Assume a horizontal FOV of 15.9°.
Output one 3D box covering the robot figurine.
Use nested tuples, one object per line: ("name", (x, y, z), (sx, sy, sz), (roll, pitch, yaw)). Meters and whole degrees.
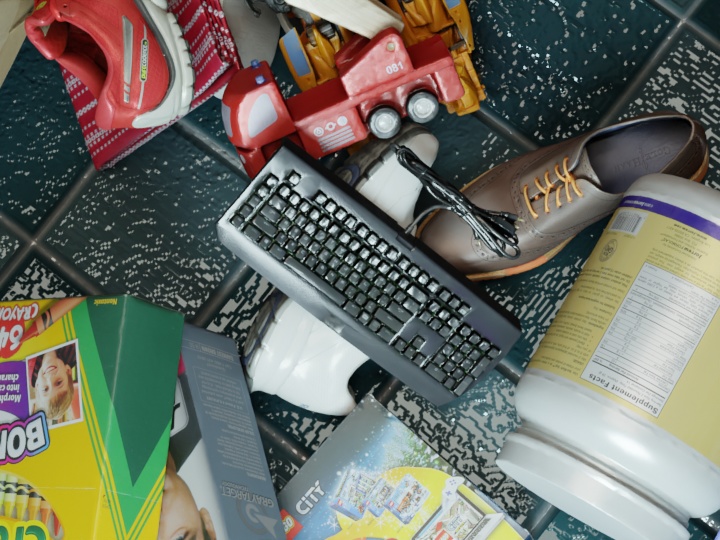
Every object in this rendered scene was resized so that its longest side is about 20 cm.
("robot figurine", (-0.001, -0.178, 1.628), (0.145, 0.058, 0.200), (-25, 114, 1))

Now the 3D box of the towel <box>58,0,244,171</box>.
("towel", (-0.159, -0.185, 1.680), (0.145, 0.022, 0.200), (-32, 71, 35))

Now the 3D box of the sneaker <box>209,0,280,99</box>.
("sneaker", (-0.108, -0.206, 1.699), (0.088, 0.075, 0.200), (-8, 79, 26))

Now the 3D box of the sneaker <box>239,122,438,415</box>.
("sneaker", (0.000, 0.000, 1.626), (0.087, 0.075, 0.200), (27, 100, -12))

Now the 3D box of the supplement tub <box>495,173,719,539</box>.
("supplement tub", (0.183, 0.059, 1.553), (0.145, 0.145, 0.200), (28, 83, 13))

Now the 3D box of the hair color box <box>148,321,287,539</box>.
("hair color box", (-0.109, 0.142, 1.572), (0.099, 0.061, 0.200), (-34, 56, 28))

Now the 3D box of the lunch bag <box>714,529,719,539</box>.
("lunch bag", (0.269, 0.215, 1.548), (0.151, 0.094, 0.200), (31, 95, 12))

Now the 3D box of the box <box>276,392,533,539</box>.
("box", (-0.009, 0.196, 1.601), (0.137, 0.038, 0.200), (41, 85, 15))

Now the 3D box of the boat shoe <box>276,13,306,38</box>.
("boat shoe", (-0.013, -0.245, 1.682), (0.074, 0.060, 0.200), (14, 78, -18))

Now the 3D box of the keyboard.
("keyboard", (0.021, -0.013, 1.581), (0.200, 0.021, 0.127), (37, 95, -20))

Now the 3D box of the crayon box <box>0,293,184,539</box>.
("crayon box", (-0.207, 0.107, 1.589), (0.200, 0.058, 0.173), (-4, 73, 41))

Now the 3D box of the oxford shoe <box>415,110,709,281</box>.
("oxford shoe", (0.123, -0.054, 1.623), (0.200, 0.073, 0.071), (-26, 76, 1))

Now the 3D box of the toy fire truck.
("toy fire truck", (-0.003, -0.152, 1.579), (0.200, 0.049, 0.141), (-23, 114, 2))

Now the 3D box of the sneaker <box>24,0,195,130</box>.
("sneaker", (-0.176, -0.174, 1.613), (0.085, 0.077, 0.200), (-20, 66, -27))

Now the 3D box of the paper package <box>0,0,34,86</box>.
("paper package", (-0.337, -0.152, 1.657), (0.200, 0.103, 0.191), (35, 114, 13))
